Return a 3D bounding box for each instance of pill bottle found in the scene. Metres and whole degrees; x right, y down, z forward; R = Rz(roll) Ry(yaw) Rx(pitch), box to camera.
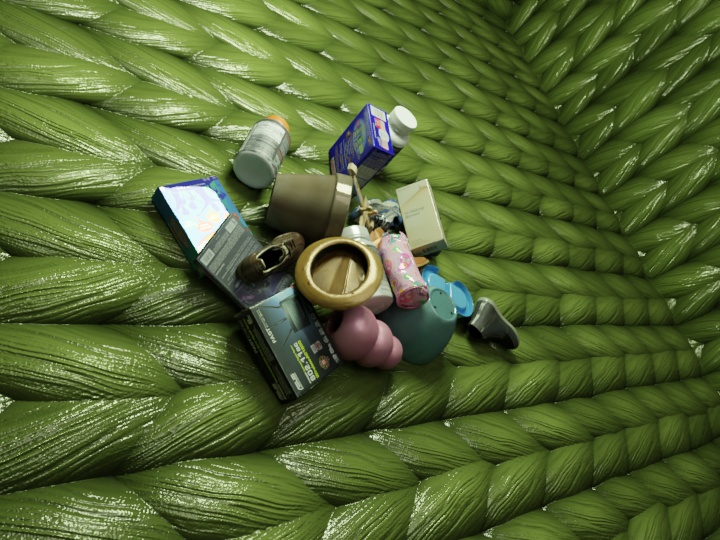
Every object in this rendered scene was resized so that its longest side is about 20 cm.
[{"bbox_3d":[0.074,-0.387,1.603,0.110,0.200,0.112,23,47,-27],"label":"pill bottle"},{"bbox_3d":[0.000,0.000,1.305,0.113,0.114,0.202,5,57,-39],"label":"pill bottle"},{"bbox_3d":[-0.234,-0.302,1.333,0.106,0.106,0.201,33,43,-18],"label":"pill bottle"}]

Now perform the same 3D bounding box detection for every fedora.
[{"bbox_3d":[-0.047,0.019,1.151,0.198,0.082,0.202,3,49,-4],"label":"fedora"}]

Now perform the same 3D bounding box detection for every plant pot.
[{"bbox_3d":[-0.127,-0.147,1.265,0.172,0.201,0.202,15,49,-13],"label":"plant pot"},{"bbox_3d":[0.162,0.115,1.348,0.199,0.135,0.202,23,46,-27],"label":"plant pot"}]

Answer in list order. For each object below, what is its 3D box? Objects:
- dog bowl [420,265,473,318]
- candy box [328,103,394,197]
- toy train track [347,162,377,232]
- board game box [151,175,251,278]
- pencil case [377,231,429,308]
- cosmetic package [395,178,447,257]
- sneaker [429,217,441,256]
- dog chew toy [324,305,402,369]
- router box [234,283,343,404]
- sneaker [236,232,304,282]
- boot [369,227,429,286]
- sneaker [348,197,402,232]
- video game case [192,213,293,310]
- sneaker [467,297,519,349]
[{"bbox_3d":[0.229,0.066,1.502,0.199,0.049,0.112,30,46,-28],"label":"dog bowl"},{"bbox_3d":[-0.003,-0.324,1.485,0.076,0.200,0.171,18,50,-33],"label":"candy box"},{"bbox_3d":[0.010,-0.181,1.358,0.115,0.032,0.201,-78,156,-45],"label":"toy train track"},{"bbox_3d":[-0.322,-0.097,1.141,0.152,0.045,0.201,-26,80,-49],"label":"board game box"},{"bbox_3d":[0.102,-0.003,1.306,0.087,0.088,0.201,17,38,-32],"label":"pencil case"},{"bbox_3d":[0.176,-0.150,1.564,0.073,0.102,0.202,44,30,-63],"label":"cosmetic package"},{"bbox_3d":[0.217,-0.133,1.640,0.090,0.066,0.202,10,56,-46],"label":"sneaker"},{"bbox_3d":[0.015,0.157,1.201,0.199,0.124,0.126,34,42,-30],"label":"dog chew toy"},{"bbox_3d":[-0.140,0.142,1.087,0.149,0.062,0.201,-30,91,-49],"label":"router box"},{"bbox_3d":[-0.167,-0.031,1.132,0.200,0.075,0.071,-41,107,-48],"label":"sneaker"},{"bbox_3d":[0.092,-0.049,1.462,0.199,0.074,0.155,-17,68,-50],"label":"boot"},{"bbox_3d":[0.052,-0.148,1.499,0.199,0.077,0.086,-12,73,-46],"label":"sneaker"},{"bbox_3d":[-0.235,0.001,1.114,0.200,0.019,0.144,50,44,-26],"label":"video game case"},{"bbox_3d":[0.376,0.182,1.549,0.200,0.074,0.107,48,60,-20],"label":"sneaker"}]
